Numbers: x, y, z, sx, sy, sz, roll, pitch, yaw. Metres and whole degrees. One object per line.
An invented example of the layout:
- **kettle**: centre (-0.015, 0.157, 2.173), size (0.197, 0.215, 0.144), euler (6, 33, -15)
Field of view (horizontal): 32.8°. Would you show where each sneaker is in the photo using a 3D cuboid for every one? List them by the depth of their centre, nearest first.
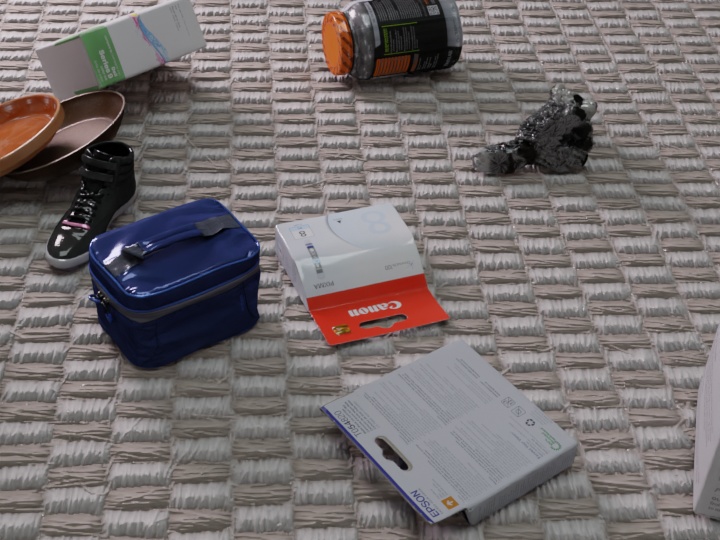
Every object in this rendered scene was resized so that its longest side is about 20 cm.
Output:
- **sneaker**: centre (-0.343, -0.092, 1.538), size (0.070, 0.100, 0.200), euler (15, 41, 11)

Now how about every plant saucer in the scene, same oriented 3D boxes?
- **plant saucer**: centre (-0.486, -0.169, 1.631), size (0.199, 0.032, 0.201), euler (-16, 33, 11)
- **plant saucer**: centre (-0.401, -0.175, 1.646), size (0.199, 0.037, 0.201), euler (-18, 33, 12)

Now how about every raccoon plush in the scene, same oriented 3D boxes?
- **raccoon plush**: centre (0.246, -0.211, 1.749), size (0.199, 0.097, 0.134), euler (-2, 31, -7)

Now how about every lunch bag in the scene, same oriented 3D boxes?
- **lunch bag**: centre (-0.218, 0.007, 1.398), size (0.199, 0.133, 0.136), euler (-24, 46, -31)

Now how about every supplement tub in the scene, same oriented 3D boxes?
- **supplement tub**: centre (0.048, -0.362, 1.890), size (0.199, 0.123, 0.123), euler (-10, 40, -18)

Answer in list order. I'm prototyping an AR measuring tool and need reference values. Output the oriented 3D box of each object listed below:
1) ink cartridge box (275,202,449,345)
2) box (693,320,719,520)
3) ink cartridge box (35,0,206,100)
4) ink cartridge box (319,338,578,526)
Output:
- **ink cartridge box**: centre (0.000, 0.000, 1.492), size (0.159, 0.047, 0.200), euler (-11, 39, -18)
- **box**: centre (0.457, 0.145, 1.248), size (0.199, 0.172, 0.199), euler (11, 39, 10)
- **ink cartridge box**: centre (-0.350, -0.327, 1.797), size (0.200, 0.088, 0.145), euler (-33, 19, -36)
- **ink cartridge box**: centre (0.090, 0.174, 1.286), size (0.199, 0.041, 0.200), euler (-22, 45, -28)
